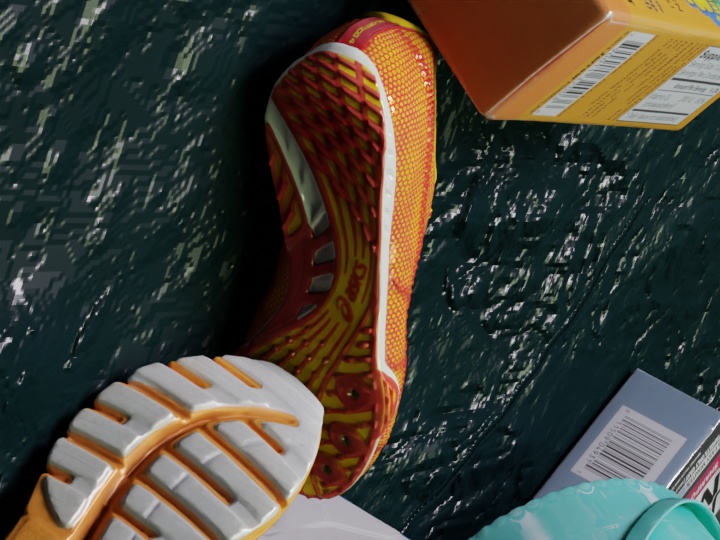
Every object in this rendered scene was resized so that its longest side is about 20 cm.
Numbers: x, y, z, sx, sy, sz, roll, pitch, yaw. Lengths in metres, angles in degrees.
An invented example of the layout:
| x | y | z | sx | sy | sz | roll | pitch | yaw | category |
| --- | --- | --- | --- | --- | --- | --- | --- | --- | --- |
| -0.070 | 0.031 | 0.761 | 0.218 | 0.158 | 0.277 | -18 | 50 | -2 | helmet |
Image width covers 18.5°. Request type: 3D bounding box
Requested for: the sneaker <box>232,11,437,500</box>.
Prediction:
| x | y | z | sx | sy | sz | roll | pitch | yaw | category |
| --- | --- | --- | --- | --- | --- | --- | --- | --- | --- |
| 0.000 | 0.000 | 0.839 | 0.077 | 0.073 | 0.201 | -38 | 146 | -53 | sneaker |

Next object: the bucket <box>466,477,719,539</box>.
| x | y | z | sx | sy | sz | roll | pitch | yaw | category |
| --- | --- | --- | --- | --- | --- | --- | --- | --- | --- |
| 0.118 | 0.208 | 1.062 | 0.206 | 0.135 | 0.208 | -18 | 139 | -16 | bucket |

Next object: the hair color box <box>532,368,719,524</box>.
| x | y | z | sx | sy | sz | roll | pitch | yaw | category |
| --- | --- | --- | --- | --- | --- | --- | --- | --- | --- |
| 0.155 | 0.157 | 1.218 | 0.099 | 0.060 | 0.201 | -48 | 148 | -24 | hair color box |

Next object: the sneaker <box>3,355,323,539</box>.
| x | y | z | sx | sy | sz | roll | pitch | yaw | category |
| --- | --- | --- | --- | --- | --- | --- | --- | --- | --- |
| -0.090 | 0.108 | 0.790 | 0.200 | 0.078 | 0.077 | -43 | 158 | -25 | sneaker |

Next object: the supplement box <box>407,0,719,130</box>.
| x | y | z | sx | sy | sz | roll | pitch | yaw | category |
| --- | --- | --- | --- | --- | --- | --- | --- | --- | --- |
| 0.096 | -0.100 | 0.876 | 0.069 | 0.067 | 0.200 | -38 | 165 | 22 | supplement box |

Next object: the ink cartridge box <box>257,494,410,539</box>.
| x | y | z | sx | sy | sz | roll | pitch | yaw | category |
| --- | --- | --- | --- | --- | --- | --- | --- | --- | --- |
| -0.058 | 0.194 | 0.903 | 0.115 | 0.068 | 0.201 | -2 | 116 | -57 | ink cartridge box |
